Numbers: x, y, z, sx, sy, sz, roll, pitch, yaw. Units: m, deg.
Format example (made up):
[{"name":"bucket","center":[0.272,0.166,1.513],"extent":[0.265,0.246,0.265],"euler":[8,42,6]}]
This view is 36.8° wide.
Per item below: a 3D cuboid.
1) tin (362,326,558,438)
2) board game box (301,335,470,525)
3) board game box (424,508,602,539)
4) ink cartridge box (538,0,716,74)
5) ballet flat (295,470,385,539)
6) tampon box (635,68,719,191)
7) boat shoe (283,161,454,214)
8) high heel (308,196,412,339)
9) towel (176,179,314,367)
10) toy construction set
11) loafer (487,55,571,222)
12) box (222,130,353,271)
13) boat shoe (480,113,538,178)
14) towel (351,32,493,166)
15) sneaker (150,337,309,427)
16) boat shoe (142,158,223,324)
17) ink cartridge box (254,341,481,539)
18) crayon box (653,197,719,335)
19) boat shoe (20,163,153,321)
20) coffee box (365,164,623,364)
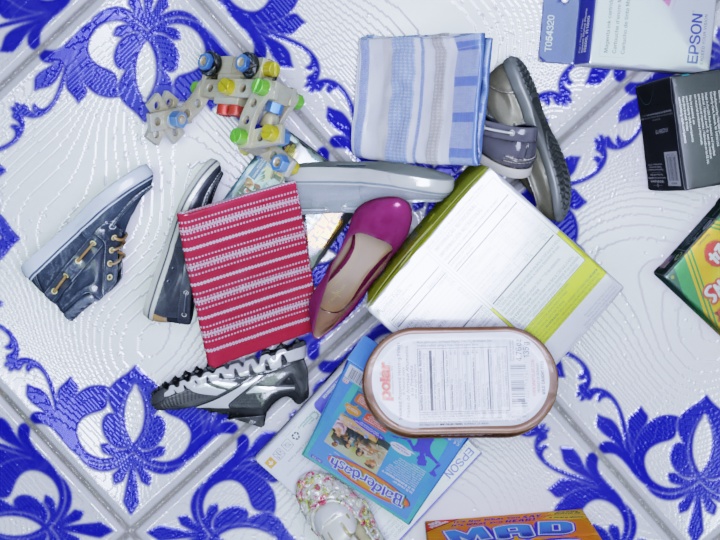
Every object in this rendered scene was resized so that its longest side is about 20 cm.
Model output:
[{"name":"tin","center":[0.100,0.111,1.093],"extent":[0.198,0.042,0.113],"euler":[-2,74,1]},{"name":"board game box","center":[0.030,0.180,1.193],"extent":[0.152,0.045,0.201],"euler":[32,137,6]},{"name":"board game box","center":[0.185,0.410,1.250],"extent":[0.198,0.200,0.202],"euler":[-5,95,0]},{"name":"ink cartridge box","center":[0.317,-0.335,1.266],"extent":[0.198,0.043,0.198],"euler":[4,95,-2]},{"name":"ballet flat","center":[-0.005,0.322,1.270],"extent":[0.075,0.064,0.200],"euler":[-38,94,7]},{"name":"tampon box","center":[0.435,-0.166,1.226],"extent":[0.198,0.150,0.127],"euler":[-8,94,1]},{"name":"boat shoe","center":[0.009,-0.084,1.224],"extent":[0.199,0.070,0.072],"euler":[4,105,18]},{"name":"high heel","center":[0.000,0.000,1.191],"extent":[0.067,0.200,0.097],"euler":[22,54,-9]},{"name":"towel","center":[-0.124,0.005,1.228],"extent":[0.144,0.022,0.201],"euler":[-19,120,-20]},{"name":"toy construction set","center":[-0.149,-0.183,1.237],"extent":[0.199,0.092,0.132],"euler":[10,90,24]},{"name":"loafer","center":[0.191,-0.148,1.274],"extent":[0.069,0.075,0.201],"euler":[-20,86,24]},{"name":"box","center":[-0.101,-0.053,1.289],"extent":[0.137,0.040,0.201],"euler":[36,94,-4]},{"name":"boat shoe","center":[0.123,-0.177,1.226],"extent":[0.200,0.072,0.063],"euler":[39,130,32]},{"name":"towel","center":[0.063,-0.194,1.220],"extent":[0.024,0.199,0.148],"euler":[-1,98,-43]},{"name":"sneaker","center":[-0.150,0.150,1.293],"extent":[0.199,0.066,0.091],"euler":[-16,93,-1]},{"name":"boat shoe","center":[-0.190,-0.030,1.237],"extent":[0.062,0.075,0.201],"euler":[20,98,-2]},{"name":"ink cartridge box","center":[0.010,0.222,1.311],"extent":[0.200,0.043,0.198],"euler":[43,95,-3]},{"name":"crayon box","center":[0.469,0.025,1.293],"extent":[0.200,0.051,0.127],"euler":[41,93,-4]},{"name":"boat shoe","center":[-0.300,-0.032,1.279],"extent":[0.200,0.071,0.091],"euler":[-41,95,10]},{"name":"coffee box","center":[0.140,0.017,1.216],"extent":[0.198,0.200,0.200],"euler":[41,95,-4]}]
